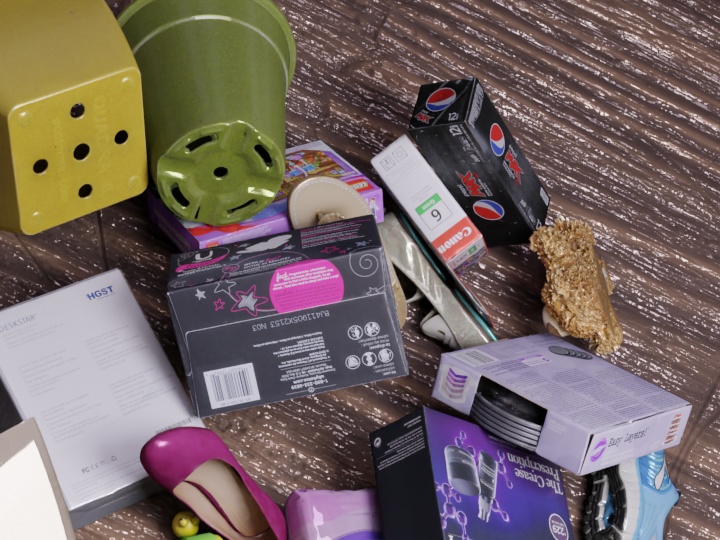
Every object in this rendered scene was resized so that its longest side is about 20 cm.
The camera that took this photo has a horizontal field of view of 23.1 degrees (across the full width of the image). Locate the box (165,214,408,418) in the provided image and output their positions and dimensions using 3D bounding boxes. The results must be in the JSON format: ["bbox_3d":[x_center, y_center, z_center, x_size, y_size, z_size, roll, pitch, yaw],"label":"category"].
[{"bbox_3d":[-0.067,0.041,1.626,0.199,0.115,0.133,-12,109,1],"label":"box"}]

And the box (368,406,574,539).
[{"bbox_3d":[0.109,0.225,1.649,0.200,0.079,0.142,22,52,-42],"label":"box"}]

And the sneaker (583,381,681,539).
[{"bbox_3d":[0.280,0.209,1.792,0.090,0.078,0.201,30,56,-28],"label":"sneaker"}]

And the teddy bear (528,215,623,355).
[{"bbox_3d":[0.221,0.017,1.825,0.145,0.067,0.200,58,18,-32],"label":"teddy bear"}]

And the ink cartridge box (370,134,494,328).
[{"bbox_3d":[0.091,-0.039,1.817,0.050,0.109,0.200,-37,78,0],"label":"ink cartridge box"}]

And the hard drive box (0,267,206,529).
[{"bbox_3d":[-0.251,0.119,1.619,0.155,0.077,0.201,-21,72,-30],"label":"hard drive box"}]

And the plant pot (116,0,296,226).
[{"bbox_3d":[-0.146,-0.146,1.702,0.199,0.201,0.190,6,40,-18],"label":"plant pot"}]

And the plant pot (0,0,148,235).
[{"bbox_3d":[-0.302,-0.146,1.635,0.199,0.201,0.176,-23,41,-30],"label":"plant pot"}]

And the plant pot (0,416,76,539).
[{"bbox_3d":[-0.333,0.262,1.448,0.200,0.200,0.178,-28,86,-31],"label":"plant pot"}]

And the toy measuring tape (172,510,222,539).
[{"bbox_3d":[-0.130,0.304,1.567,0.073,0.074,0.201,-8,65,-25],"label":"toy measuring tape"}]

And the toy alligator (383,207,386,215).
[{"bbox_3d":[-0.062,-0.037,1.789,0.200,0.059,0.054,-30,76,-32],"label":"toy alligator"}]

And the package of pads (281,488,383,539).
[{"bbox_3d":[0.000,0.297,1.618,0.120,0.076,0.201,-1,63,-20],"label":"package of pads"}]

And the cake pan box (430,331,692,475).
[{"bbox_3d":[0.193,0.125,1.701,0.184,0.053,0.200,24,19,34],"label":"cake pan box"}]

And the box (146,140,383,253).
[{"bbox_3d":[-0.095,-0.065,1.752,0.199,0.039,0.137,-17,32,-22],"label":"box"}]

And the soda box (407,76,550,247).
[{"bbox_3d":[0.125,-0.109,1.830,0.200,0.070,0.064,54,42,-41],"label":"soda box"}]

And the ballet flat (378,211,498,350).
[{"bbox_3d":[0.072,0.031,1.812,0.062,0.067,0.200,-37,78,0],"label":"ballet flat"}]

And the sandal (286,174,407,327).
[{"bbox_3d":[0.005,-0.004,1.714,0.078,0.212,0.070,-37,39,-9],"label":"sandal"}]

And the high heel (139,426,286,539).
[{"bbox_3d":[-0.122,0.201,1.561,0.067,0.200,0.096,-41,58,9],"label":"high heel"}]
